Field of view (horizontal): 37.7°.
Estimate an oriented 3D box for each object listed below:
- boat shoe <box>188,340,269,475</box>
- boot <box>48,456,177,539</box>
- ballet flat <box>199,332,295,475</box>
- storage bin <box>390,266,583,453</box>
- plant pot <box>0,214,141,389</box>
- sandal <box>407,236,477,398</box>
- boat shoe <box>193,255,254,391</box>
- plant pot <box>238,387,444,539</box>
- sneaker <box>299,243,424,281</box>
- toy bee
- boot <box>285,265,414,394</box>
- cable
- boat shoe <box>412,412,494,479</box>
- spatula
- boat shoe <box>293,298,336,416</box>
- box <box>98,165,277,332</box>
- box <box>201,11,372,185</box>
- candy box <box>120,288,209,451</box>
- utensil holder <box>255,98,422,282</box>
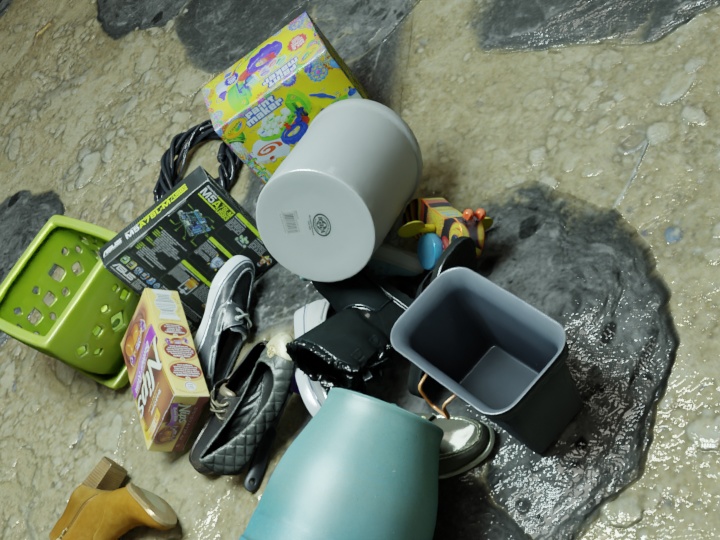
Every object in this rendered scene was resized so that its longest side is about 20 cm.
[{"bbox_3d":[-0.170,0.175,1.404,0.074,0.073,0.200,20,71,44],"label":"boat shoe"},{"bbox_3d":[-0.334,0.348,1.404,0.201,0.071,0.144,22,78,48],"label":"boot"},{"bbox_3d":[-0.137,0.170,1.336,0.066,0.057,0.201,28,93,54],"label":"ballet flat"},{"bbox_3d":[0.145,0.116,1.170,0.146,0.134,0.200,-47,42,-10],"label":"storage bin"},{"bbox_3d":[-0.411,0.056,1.598,0.198,0.182,0.201,15,68,43],"label":"plant pot"},{"bbox_3d":[0.086,0.052,1.261,0.048,0.075,0.202,21,98,38],"label":"sandal"},{"bbox_3d":[-0.186,0.076,1.495,0.068,0.072,0.201,12,71,35],"label":"boat shoe"},{"bbox_3d":[-0.004,0.234,1.122,0.199,0.200,0.189,9,73,41],"label":"plant pot"},{"bbox_3d":[0.000,0.000,1.434,0.199,0.074,0.082,10,94,36],"label":"sneaker"},{"bbox_3d":[0.126,-0.046,1.336,0.200,0.109,0.131,38,39,29],"label":"toy bee"},{"bbox_3d":[-0.028,0.067,1.320,0.198,0.074,0.162,31,47,27],"label":"boot"},{"bbox_3d":[-0.269,-0.177,1.771,0.162,0.051,0.201,-1,57,36],"label":"cable"},{"bbox_3d":[0.056,0.201,1.226,0.201,0.060,0.072,-12,51,29],"label":"boat shoe"},{"bbox_3d":[-0.109,0.192,1.374,0.201,0.056,0.021,-69,15,-16],"label":"spatula"},{"bbox_3d":[-0.043,0.111,1.361,0.065,0.074,0.201,-31,45,19],"label":"boat shoe"},{"bbox_3d":[-0.240,-0.025,1.520,0.193,0.200,0.048,-41,45,3],"label":"box"},{"bbox_3d":[-0.097,-0.238,1.587,0.199,0.193,0.122,-33,44,9],"label":"box"},{"bbox_3d":[-0.274,0.136,1.460,0.117,0.056,0.200,-60,40,33],"label":"candy box"},{"bbox_3d":[-0.024,-0.102,1.347,0.169,0.171,0.200,-15,25,27],"label":"utensil holder"}]
